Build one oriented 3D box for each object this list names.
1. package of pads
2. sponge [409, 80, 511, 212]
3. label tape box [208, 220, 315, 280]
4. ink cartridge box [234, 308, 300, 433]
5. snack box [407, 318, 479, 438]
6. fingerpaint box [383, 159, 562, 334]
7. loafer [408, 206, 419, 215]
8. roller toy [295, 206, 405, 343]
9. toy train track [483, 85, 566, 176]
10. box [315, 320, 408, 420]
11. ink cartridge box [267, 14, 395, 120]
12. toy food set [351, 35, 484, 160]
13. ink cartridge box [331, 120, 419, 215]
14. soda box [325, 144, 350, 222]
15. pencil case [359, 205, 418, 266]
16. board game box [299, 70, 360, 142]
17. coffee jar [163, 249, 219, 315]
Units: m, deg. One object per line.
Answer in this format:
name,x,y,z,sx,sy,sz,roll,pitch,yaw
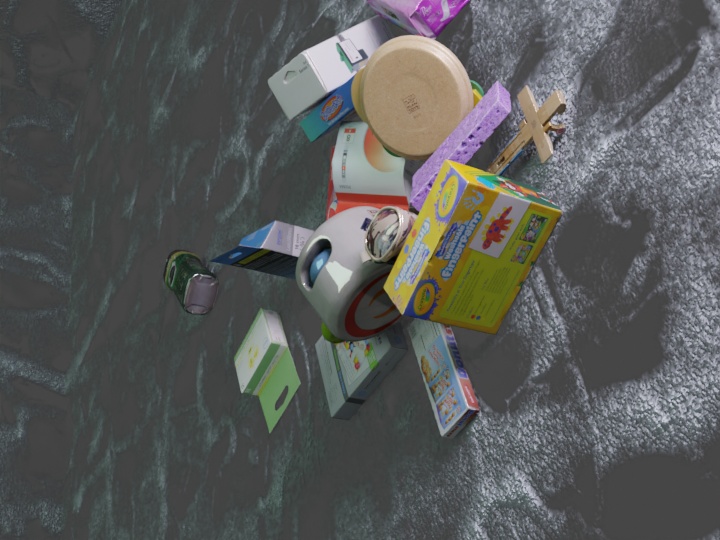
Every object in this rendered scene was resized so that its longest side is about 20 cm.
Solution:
package of pads,0.094,-0.465,1.604,0.121,0.076,0.200,-47,36,3
sponge,0.144,-0.180,1.407,0.200,0.030,0.112,-48,12,24
label tape box,-0.163,-0.041,1.791,0.143,0.197,0.065,-20,62,55
ink cartridge box,-0.188,0.196,1.900,0.147,0.047,0.201,-58,33,29
snack box,0.119,0.141,1.416,0.072,0.024,0.202,-52,38,35
fingerpaint box,0.148,-0.028,1.290,0.202,0.164,0.074,-65,33,22
loafer,0.136,-0.085,1.441,0.199,0.072,0.072,0,66,57
roller toy,0.000,0.000,1.477,0.140,0.198,0.183,50,168,32
toy train track,0.231,-0.176,1.343,0.200,0.032,0.116,-50,47,48
box,-0.002,0.129,1.613,0.201,0.041,0.158,-52,39,36
ink cartridge box,-0.047,-0.360,1.707,0.145,0.199,0.085,-22,101,55
toy food set,0.087,-0.263,1.491,0.200,0.199,0.049,-41,1,35
ink cartridge box,0.014,-0.150,1.612,0.160,0.050,0.204,7,77,38
soda box,-0.017,-0.129,1.711,0.070,0.063,0.204,-19,64,56
pencil case,0.089,-0.024,1.370,0.089,0.198,0.079,-39,50,28
board game box,0.001,-0.308,1.669,0.045,0.152,0.199,56,142,-3
coffee jar,-0.408,0.024,2.300,0.200,0.084,0.106,38,114,56
